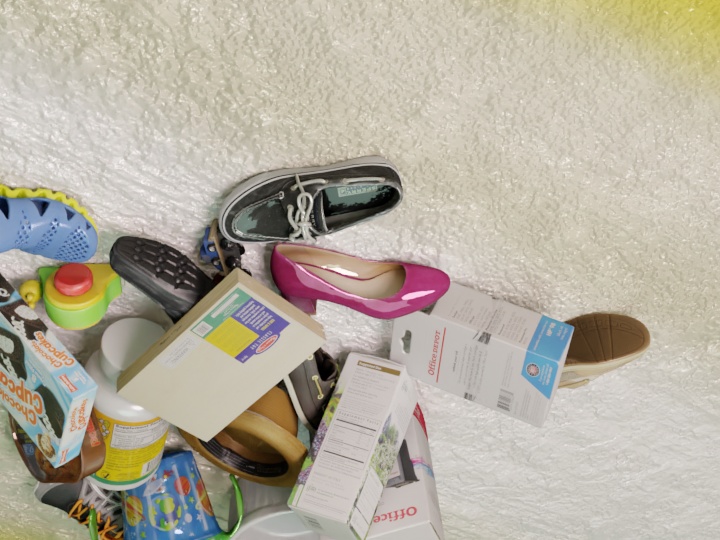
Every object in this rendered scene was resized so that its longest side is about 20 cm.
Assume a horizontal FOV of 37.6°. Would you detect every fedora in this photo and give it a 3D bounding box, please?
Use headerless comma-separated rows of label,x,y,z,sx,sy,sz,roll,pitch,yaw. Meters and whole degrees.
fedora,-0.131,0.191,1.295,0.197,0.083,0.202,17,149,10

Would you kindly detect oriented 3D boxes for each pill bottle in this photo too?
pill bottle,-0.274,0.155,1.240,0.111,0.114,0.202,8,132,-15

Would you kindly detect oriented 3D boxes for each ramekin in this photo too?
ramekin,-0.092,0.349,1.457,0.196,0.099,0.203,-4,134,-4

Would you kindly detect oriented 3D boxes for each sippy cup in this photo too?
sippy cup,-0.250,0.305,1.357,0.176,0.133,0.139,-10,173,-40

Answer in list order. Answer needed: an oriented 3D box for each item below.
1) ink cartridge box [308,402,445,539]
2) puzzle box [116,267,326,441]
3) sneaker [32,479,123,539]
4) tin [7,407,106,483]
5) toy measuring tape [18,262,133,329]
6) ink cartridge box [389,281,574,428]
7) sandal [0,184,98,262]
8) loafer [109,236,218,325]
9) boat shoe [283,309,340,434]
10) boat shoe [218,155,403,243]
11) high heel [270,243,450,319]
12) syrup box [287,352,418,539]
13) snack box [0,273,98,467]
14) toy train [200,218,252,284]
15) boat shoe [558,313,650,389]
ink cartridge box,0.018,0.263,1.320,0.145,0.202,0.086,-17,134,8
puzzle box,-0.149,0.095,1.133,0.199,0.026,0.132,-40,126,20
sneaker,-0.340,0.319,1.411,0.197,0.078,0.079,22,129,-23
tin,-0.356,0.188,1.234,0.041,0.114,0.198,-25,-173,-38
toy measuring tape,-0.272,0.030,1.153,0.196,0.074,0.074,1,133,-8
ink cartridge box,0.138,0.090,1.235,0.197,0.067,0.117,21,135,16
sandal,-0.359,-0.045,1.061,0.197,0.088,0.080,18,127,-25
loafer,-0.186,0.033,1.135,0.199,0.069,0.070,32,122,-24
boat shoe,-0.057,0.124,1.269,0.059,0.072,0.203,-15,131,12
boat shoe,-0.051,-0.062,1.086,0.195,0.068,0.075,-9,118,-1
high heel,0.000,0.000,1.169,0.196,0.068,0.097,-1,139,8
syrup box,-0.005,0.208,1.247,0.080,0.203,0.079,11,152,23
snack box,-0.363,0.101,1.138,0.037,0.200,0.117,-26,151,-44
toy train,-0.144,0.021,1.189,0.045,0.034,0.202,-1,134,8
boat shoe,0.260,0.110,1.304,0.196,0.073,0.065,-17,140,15
